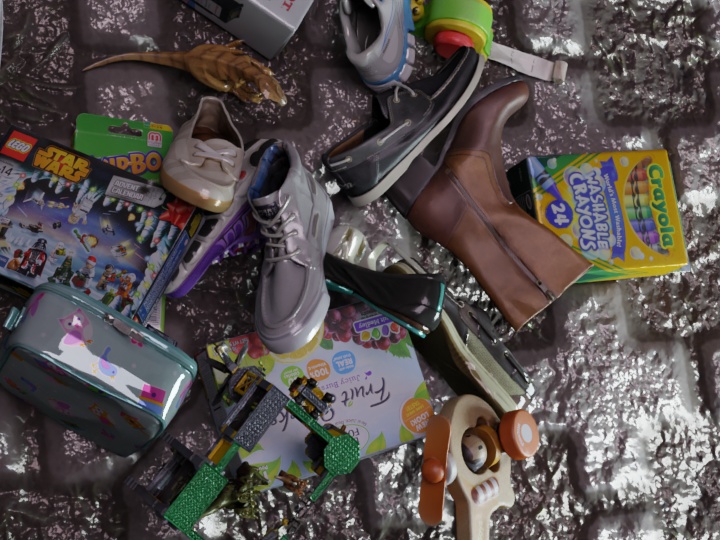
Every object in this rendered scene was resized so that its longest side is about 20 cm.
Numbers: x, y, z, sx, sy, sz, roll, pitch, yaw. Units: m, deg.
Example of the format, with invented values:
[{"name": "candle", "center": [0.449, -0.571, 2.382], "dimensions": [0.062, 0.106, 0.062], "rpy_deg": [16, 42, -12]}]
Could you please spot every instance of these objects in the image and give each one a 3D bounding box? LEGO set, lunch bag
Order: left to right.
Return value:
[{"name": "lunch bag", "center": [-0.231, 0.082, 1.386], "dimensions": [0.160, 0.200, 0.077], "rpy_deg": [33, 67, -9]}, {"name": "LEGO set", "center": [-0.108, 0.173, 1.432], "dimensions": [0.153, 0.116, 0.201], "rpy_deg": [35, 83, -29]}]

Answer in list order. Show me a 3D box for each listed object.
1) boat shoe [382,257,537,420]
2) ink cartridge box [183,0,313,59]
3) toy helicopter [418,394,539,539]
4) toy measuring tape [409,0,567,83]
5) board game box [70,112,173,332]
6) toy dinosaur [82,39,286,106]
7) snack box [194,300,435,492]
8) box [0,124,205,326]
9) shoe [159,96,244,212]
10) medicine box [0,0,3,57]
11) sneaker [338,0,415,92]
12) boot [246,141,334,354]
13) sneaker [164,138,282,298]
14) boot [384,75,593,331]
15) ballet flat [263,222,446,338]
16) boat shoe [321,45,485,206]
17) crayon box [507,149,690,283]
[{"name": "boat shoe", "center": [0.098, 0.064, 1.594], "dimensions": [0.066, 0.072, 0.201], "rpy_deg": [-42, 99, -30]}, {"name": "ink cartridge box", "center": [-0.123, -0.327, 1.594], "dimensions": [0.199, 0.083, 0.146], "rpy_deg": [33, 67, -10]}, {"name": "toy helicopter", "center": [0.099, 0.212, 1.506], "dimensions": [0.132, 0.078, 0.202], "rpy_deg": [25, 59, -47]}, {"name": "toy measuring tape", "center": [0.135, -0.242, 1.681], "dimensions": [0.199, 0.074, 0.074], "rpy_deg": [18, 71, -16]}, {"name": "board game box", "center": [-0.225, -0.043, 1.515], "dimensions": [0.095, 0.030, 0.202], "rpy_deg": [7, 77, -21]}, {"name": "toy dinosaur", "center": [-0.150, -0.198, 1.557], "dimensions": [0.199, 0.106, 0.061], "rpy_deg": [11, 95, 23]}, {"name": "snack box", "center": [-0.040, 0.115, 1.533], "dimensions": [0.199, 0.053, 0.143], "rpy_deg": [-16, 84, -23]}, {"name": "box", "center": [-0.256, -0.034, 1.448], "dimensions": [0.199, 0.040, 0.138], "rpy_deg": [22, 67, 14]}, {"name": "shoe", "center": [-0.141, -0.107, 1.477], "dimensions": [0.069, 0.200, 0.054], "rpy_deg": [17, 110, -11]}, {"name": "medicine box", "center": [-0.405, -0.155, 1.369], "dimensions": [0.198, 0.182, 0.104], "rpy_deg": [6, 62, -13]}, {"name": "sneaker", "center": [0.013, -0.284, 1.624], "dimensions": [0.087, 0.074, 0.202], "rpy_deg": [24, 59, -60]}, {"name": "boot", "center": [-0.074, -0.025, 1.456], "dimensions": [0.201, 0.073, 0.096], "rpy_deg": [-86, 153, -47]}, {"name": "sneaker", "center": [-0.117, -0.039, 1.523], "dimensions": [0.200, 0.080, 0.084], "rpy_deg": [-48, 120, -31]}, {"name": "boot", "center": [0.153, -0.071, 1.611], "dimensions": [0.200, 0.069, 0.188], "rpy_deg": [44, 75, 9]}, {"name": "ballet flat", "center": [0.000, 0.000, 1.521], "dimensions": [0.199, 0.068, 0.069], "rpy_deg": [23, 86, 31]}, {"name": "boat shoe", "center": [0.045, -0.155, 1.604], "dimensions": [0.200, 0.072, 0.068], "rpy_deg": [-46, 107, -11]}, {"name": "crayon box", "center": [0.259, -0.057, 1.693], "dimensions": [0.198, 0.052, 0.127], "rpy_deg": [-5, 79, -23]}]
